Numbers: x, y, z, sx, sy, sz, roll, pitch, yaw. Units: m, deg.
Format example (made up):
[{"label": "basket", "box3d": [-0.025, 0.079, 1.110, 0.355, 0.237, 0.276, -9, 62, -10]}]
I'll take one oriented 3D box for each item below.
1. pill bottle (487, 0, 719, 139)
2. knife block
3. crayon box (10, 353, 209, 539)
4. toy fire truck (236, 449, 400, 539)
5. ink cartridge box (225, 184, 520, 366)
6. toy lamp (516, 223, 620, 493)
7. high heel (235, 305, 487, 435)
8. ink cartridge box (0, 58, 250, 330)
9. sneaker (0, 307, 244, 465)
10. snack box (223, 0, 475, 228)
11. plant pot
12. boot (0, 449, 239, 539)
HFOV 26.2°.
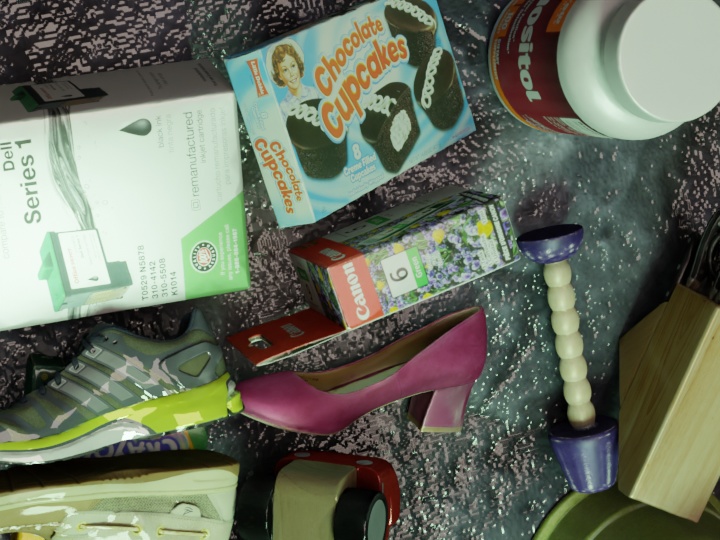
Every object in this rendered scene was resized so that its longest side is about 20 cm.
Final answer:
[{"label": "pill bottle", "box3d": [0.172, -0.148, 1.069, 0.112, 0.200, 0.114, -2, 97, -17]}, {"label": "knife block", "box3d": [0.262, 0.059, 1.127, 0.064, 0.176, 0.201, 21, 51, -17]}, {"label": "crayon box", "box3d": [-0.177, 0.165, 1.082, 0.125, 0.052, 0.201, 5, 96, -17]}, {"label": "toy fire truck", "box3d": [0.008, 0.212, 1.114, 0.128, 0.200, 0.177, 4, 99, 19]}, {"label": "ink cartridge box", "box3d": [0.000, 0.000, 1.083, 0.199, 0.109, 0.051, -22, 103, -13]}, {"label": "toy lamp", "box3d": [0.159, 0.069, 1.168, 0.058, 0.058, 0.201, -16, 100, -14]}, {"label": "high heel", "box3d": [0.001, 0.066, 1.109, 0.199, 0.067, 0.096, 6, 105, -22]}, {"label": "ink cartridge box", "box3d": [-0.182, -0.049, 1.020, 0.199, 0.084, 0.147, -11, 115, -16]}, {"label": "sneaker", "box3d": [-0.180, 0.078, 1.015, 0.199, 0.074, 0.081, -12, 89, -21]}, {"label": "snack box", "box3d": [-0.002, -0.118, 1.051, 0.200, 0.037, 0.117, -33, 109, -47]}, {"label": "plant pot", "box3d": [0.245, 0.265, 1.149, 0.199, 0.190, 0.201, -2, 97, -17]}, {"label": "boot", "box3d": [-0.175, 0.203, 1.020, 0.199, 0.072, 0.156, -3, 97, -24]}]
